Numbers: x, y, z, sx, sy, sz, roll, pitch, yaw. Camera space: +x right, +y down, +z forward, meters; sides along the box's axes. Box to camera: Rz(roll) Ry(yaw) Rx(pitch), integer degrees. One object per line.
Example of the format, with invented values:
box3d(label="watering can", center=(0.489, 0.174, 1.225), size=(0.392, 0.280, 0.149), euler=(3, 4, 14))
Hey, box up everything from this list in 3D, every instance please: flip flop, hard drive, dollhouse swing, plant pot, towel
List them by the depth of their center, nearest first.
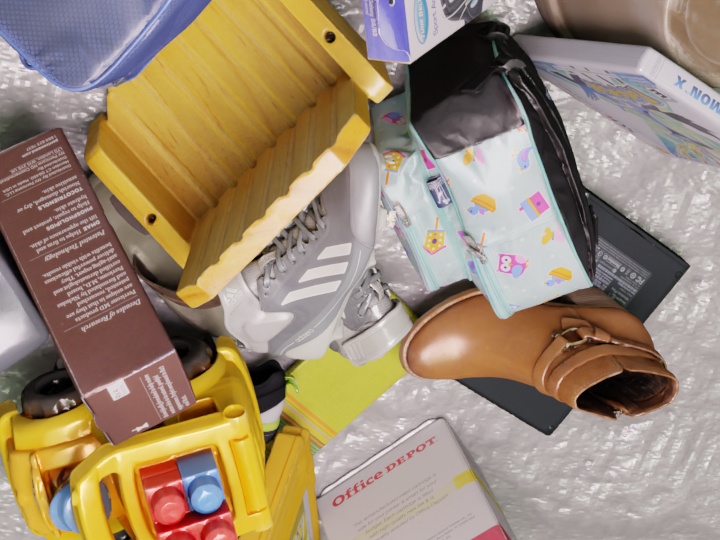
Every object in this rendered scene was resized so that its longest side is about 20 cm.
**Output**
box3d(label="dollhouse swing", center=(-0.099, -0.104, 0.923), size=(0.200, 0.176, 0.182), euler=(-43, 91, 15))
box3d(label="plant pot", center=(0.242, -0.216, 0.988), size=(0.199, 0.174, 0.201), euler=(-6, 119, -10))
box3d(label="flip flop", center=(-0.140, -0.007, 1.070), size=(0.081, 0.058, 0.200), euler=(-39, 118, 8))
box3d(label="hard drive", center=(0.174, 0.037, 1.177), size=(0.139, 0.033, 0.200), euler=(32, 103, -26))
box3d(label="towel", center=(-0.028, 0.102, 1.178), size=(0.200, 0.018, 0.086), euler=(-42, 124, 8))

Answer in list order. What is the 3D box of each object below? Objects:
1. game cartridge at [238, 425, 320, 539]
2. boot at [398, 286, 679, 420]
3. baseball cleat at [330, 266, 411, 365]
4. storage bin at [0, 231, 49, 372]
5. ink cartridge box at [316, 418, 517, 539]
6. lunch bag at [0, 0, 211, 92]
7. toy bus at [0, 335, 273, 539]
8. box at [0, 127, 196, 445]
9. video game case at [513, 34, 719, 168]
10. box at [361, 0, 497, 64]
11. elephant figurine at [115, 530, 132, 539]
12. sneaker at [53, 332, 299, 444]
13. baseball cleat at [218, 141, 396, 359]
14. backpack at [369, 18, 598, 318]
box3d(label="game cartridge", center=(-0.070, 0.254, 1.131), size=(0.032, 0.177, 0.201), euler=(9, 136, 10))
box3d(label="boot", center=(0.142, 0.078, 1.080), size=(0.199, 0.155, 0.077), euler=(-5, 116, -12))
box3d(label="baseball cleat", center=(0.000, 0.000, 1.051), size=(0.070, 0.106, 0.200), euler=(-45, 159, -29))
box3d(label="storage bin", center=(-0.314, 0.015, 0.972), size=(0.134, 0.200, 0.146), euler=(-31, 119, -8))
box3d(label="ink cartridge box", center=(0.059, 0.243, 1.166), size=(0.145, 0.200, 0.084), euler=(-33, 122, 5))
box3d(label="lunch bag", center=(-0.169, -0.212, 0.913), size=(0.200, 0.132, 0.136), euler=(-43, 93, 12))
box3d(label="toy bus", center=(-0.161, 0.156, 0.991), size=(0.199, 0.192, 0.136), euler=(-14, 115, -8))
box3d(label="box", center=(-0.192, 0.010, 0.943), size=(0.075, 0.200, 0.100), euler=(-25, 157, -10))
box3d(label="video game case", center=(0.225, -0.122, 1.018), size=(0.182, 0.200, 0.022), euler=(27, 91, -24))
box3d(label="box", center=(0.052, -0.228, 0.941), size=(0.200, 0.041, 0.120), euler=(-39, 131, -44))
box3d(label="elephant figurine", center=(-0.151, 0.299, 1.184), size=(0.141, 0.155, 0.200), euler=(-35, 114, 0))
box3d(label="sneaker", center=(-0.149, 0.084, 1.110), size=(0.199, 0.072, 0.083), euler=(15, 105, -19))
box3d(label="baseball cleat", center=(-0.045, -0.007, 0.946), size=(0.106, 0.070, 0.201), euler=(2, 131, -18))
box3d(label="backpack", center=(0.095, -0.064, 1.029), size=(0.153, 0.176, 0.200), euler=(-29, 116, 12))
